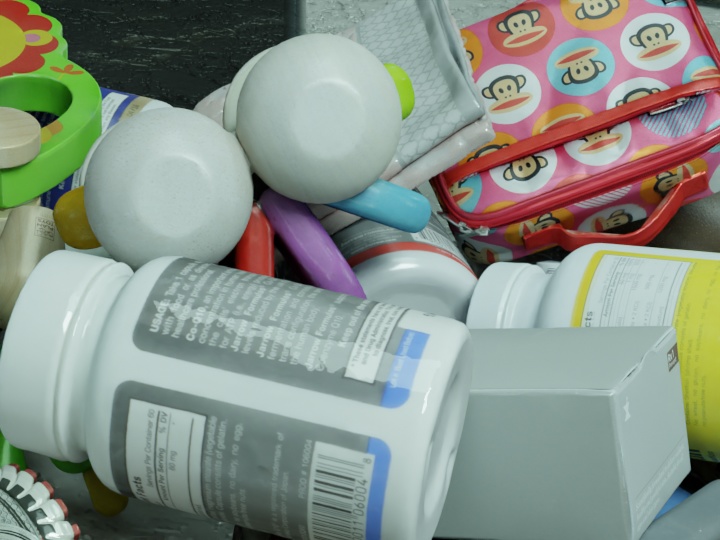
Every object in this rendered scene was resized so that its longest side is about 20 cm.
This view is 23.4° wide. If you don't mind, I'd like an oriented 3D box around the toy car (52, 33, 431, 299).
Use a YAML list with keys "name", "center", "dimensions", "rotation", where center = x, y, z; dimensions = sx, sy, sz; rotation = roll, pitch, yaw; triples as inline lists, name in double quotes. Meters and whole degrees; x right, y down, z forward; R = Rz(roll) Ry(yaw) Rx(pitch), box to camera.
- name: "toy car"
  center: [-0.051, -0.030, 0.910]
  dimensions: [0.199, 0.151, 0.175]
  rotation: [-27, 8, -7]

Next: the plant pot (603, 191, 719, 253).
- name: "plant pot"
  center: [0.204, -0.083, 1.237]
  dimensions: [0.198, 0.201, 0.200]
  rotation: [29, 32, 20]

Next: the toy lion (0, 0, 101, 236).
- name: "toy lion"
  center: [-0.242, -0.113, 1.061]
  dimensions: [0.199, 0.069, 0.192]
  rotation: [19, 37, 18]

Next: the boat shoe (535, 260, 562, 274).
- name: "boat shoe"
  center: [0.153, 0.029, 1.113]
  dimensions: [0.069, 0.067, 0.200]
  rotation: [4, 1, 16]

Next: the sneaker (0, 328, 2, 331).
- name: "sneaker"
  center: [-0.294, 0.041, 0.939]
  dimensions: [0.082, 0.070, 0.200]
  rotation: [38, 31, 25]

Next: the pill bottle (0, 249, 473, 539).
- name: "pill bottle"
  center: [-0.057, 0.057, 0.795]
  dimensions: [0.199, 0.114, 0.114]
  rotation: [13, 26, 12]

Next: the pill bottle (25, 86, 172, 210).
- name: "pill bottle"
  center: [-0.226, -0.074, 1.145]
  dimensions: [0.199, 0.116, 0.116]
  rotation: [13, 26, 8]

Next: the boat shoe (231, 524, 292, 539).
- name: "boat shoe"
  center: [-0.034, 0.163, 0.783]
  dimensions: [0.071, 0.076, 0.200]
  rotation: [12, 28, 2]

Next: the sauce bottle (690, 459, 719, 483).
- name: "sauce bottle"
  center: [0.247, 0.121, 0.964]
  dimensions: [0.066, 0.066, 0.200]
  rotation: [-9, 30, -33]

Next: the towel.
- name: "towel"
  center: [-0.019, -0.091, 1.067]
  dimensions: [0.190, 0.032, 0.200]
  rotation: [-29, 32, 10]

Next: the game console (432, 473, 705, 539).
- name: "game console"
  center: [0.135, 0.154, 0.901]
  dimensions: [0.176, 0.031, 0.200]
  rotation: [-14, 34, -39]

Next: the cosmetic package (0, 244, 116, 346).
- name: "cosmetic package"
  center: [-0.193, 0.012, 1.021]
  dimensions: [0.199, 0.083, 0.051]
  rotation: [20, 29, 20]

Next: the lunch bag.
- name: "lunch bag"
  center: [0.135, -0.087, 1.093]
  dimensions: [0.199, 0.082, 0.177]
  rotation: [-20, 58, 4]

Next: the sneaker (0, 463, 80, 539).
- name: "sneaker"
  center: [-0.155, 0.152, 0.759]
  dimensions: [0.082, 0.078, 0.200]
  rotation: [-11, 33, -33]

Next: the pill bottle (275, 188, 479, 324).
- name: "pill bottle"
  center: [0.000, 0.000, 1.069]
  dimensions: [0.115, 0.117, 0.200]
  rotation: [1, 27, -17]

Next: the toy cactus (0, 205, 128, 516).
- name: "toy cactus"
  center: [-0.182, 0.041, 0.909]
  dimensions: [0.199, 0.102, 0.166]
  rotation: [11, 62, -15]

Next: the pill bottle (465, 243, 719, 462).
- name: "pill bottle"
  center: [0.163, 0.044, 0.948]
  dimensions: [0.199, 0.113, 0.112]
  rotation: [6, 22, 27]

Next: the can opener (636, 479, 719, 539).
- name: "can opener"
  center: [0.111, 0.150, 0.832]
  dimensions: [0.067, 0.054, 0.199]
  rotation: [30, 38, 35]

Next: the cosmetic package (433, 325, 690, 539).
- name: "cosmetic package"
  center: [0.059, 0.081, 0.888]
  dimensions: [0.199, 0.091, 0.107]
  rotation: [2, 16, 29]
